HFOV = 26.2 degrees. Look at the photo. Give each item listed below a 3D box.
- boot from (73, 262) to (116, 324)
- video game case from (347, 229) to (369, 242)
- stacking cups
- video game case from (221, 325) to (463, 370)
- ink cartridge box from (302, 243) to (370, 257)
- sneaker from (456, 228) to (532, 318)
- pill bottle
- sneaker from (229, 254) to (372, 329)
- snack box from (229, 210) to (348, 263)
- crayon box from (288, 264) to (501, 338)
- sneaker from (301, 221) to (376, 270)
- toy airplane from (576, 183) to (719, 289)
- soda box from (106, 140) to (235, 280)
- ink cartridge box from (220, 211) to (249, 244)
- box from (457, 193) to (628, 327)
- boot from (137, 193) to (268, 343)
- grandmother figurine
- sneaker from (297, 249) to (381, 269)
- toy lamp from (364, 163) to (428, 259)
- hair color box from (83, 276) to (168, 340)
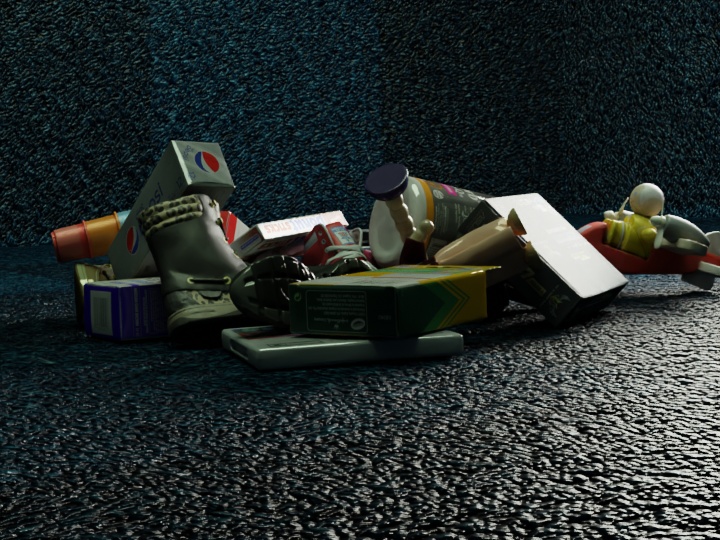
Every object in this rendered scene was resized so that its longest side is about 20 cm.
[{"bbox_3d":[-0.264,0.026,1.860,0.153,0.073,0.200,0,1,-4],"label":"boot"},{"bbox_3d":[0.050,-0.047,2.039,0.198,0.019,0.143,-2,2,4],"label":"video game case"},{"bbox_3d":[-0.266,-0.046,1.836,0.198,0.061,0.060,-17,8,-12],"label":"stacking cups"},{"bbox_3d":[-0.022,0.070,1.500,0.198,0.023,0.182,-4,5,-15],"label":"video game case"},{"bbox_3d":[0.032,0.001,2.008,0.198,0.077,0.136,-3,3,8],"label":"ink cartridge box"},{"bbox_3d":[0.154,0.019,1.796,0.060,0.105,0.199,-22,-44,35],"label":"sneaker"},{"bbox_3d":[0.119,-0.041,1.886,0.199,0.118,0.116,11,-3,-30],"label":"pill bottle"},{"bbox_3d":[-0.067,0.029,1.556,0.079,0.076,0.199,-16,-11,38],"label":"sneaker"},{"bbox_3d":[-0.091,-0.036,1.832,0.072,0.024,0.200,-36,-11,27],"label":"snack box"},{"bbox_3d":[0.038,0.029,1.511,0.125,0.052,0.199,1,6,35],"label":"crayon box"},{"bbox_3d":[0.000,0.000,1.770,0.199,0.114,0.071,3,-3,44],"label":"sneaker"},{"bbox_3d":[0.386,-0.042,2.006,0.199,0.143,0.198,1,4,36],"label":"toy airplane"},{"bbox_3d":[-0.216,-0.056,1.743,0.063,0.069,0.200,1,-39,-36],"label":"soda box"},{"bbox_3d":[-0.193,-0.023,1.970,0.115,0.068,0.200,1,-22,25],"label":"ink cartridge box"},{"bbox_3d":[0.211,-0.016,1.750,0.158,0.051,0.200,47,21,15],"label":"box"},{"bbox_3d":[-0.138,-0.006,1.657,0.199,0.152,0.073,-10,-25,-33],"label":"boot"},{"bbox_3d":[0.087,0.005,1.637,0.199,0.122,0.061,-28,-12,4],"label":"grandmother figurine"},{"bbox_3d":[-0.045,0.020,1.905,0.198,0.080,0.095,-1,-7,-12],"label":"sneaker"},{"bbox_3d":[0.058,-0.030,1.759,0.058,0.201,0.058,-15,38,12],"label":"toy lamp"},{"bbox_3d":[-0.197,0.037,1.725,0.198,0.066,0.109,-3,3,-31],"label":"hair color box"}]
